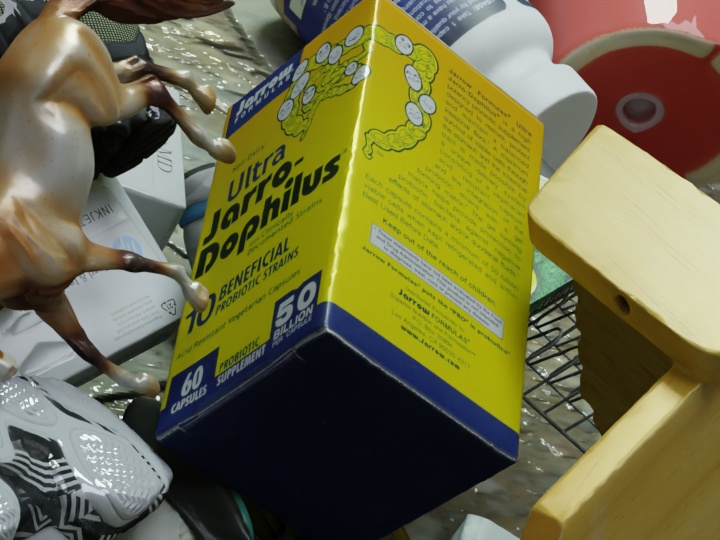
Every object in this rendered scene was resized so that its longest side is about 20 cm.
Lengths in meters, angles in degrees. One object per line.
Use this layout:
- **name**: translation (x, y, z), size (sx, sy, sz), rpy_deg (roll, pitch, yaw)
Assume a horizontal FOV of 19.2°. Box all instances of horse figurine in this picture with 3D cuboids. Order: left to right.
- **horse figurine**: translation (-0.110, -0.041, 0.847), size (0.132, 0.050, 0.202), rpy_deg (24, 70, -39)

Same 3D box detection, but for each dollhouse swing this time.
- **dollhouse swing**: translation (0.089, 0.089, 0.894), size (0.175, 0.201, 0.182), rpy_deg (-28, 43, -21)

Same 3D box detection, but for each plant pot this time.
- **plant pot**: translation (0.186, -0.158, 1.377), size (0.199, 0.201, 0.178), rpy_deg (23, 44, -15)

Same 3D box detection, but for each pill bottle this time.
- **pill bottle**: translation (0.044, -0.138, 1.279), size (0.115, 0.116, 0.200), rpy_deg (-14, 54, -49)

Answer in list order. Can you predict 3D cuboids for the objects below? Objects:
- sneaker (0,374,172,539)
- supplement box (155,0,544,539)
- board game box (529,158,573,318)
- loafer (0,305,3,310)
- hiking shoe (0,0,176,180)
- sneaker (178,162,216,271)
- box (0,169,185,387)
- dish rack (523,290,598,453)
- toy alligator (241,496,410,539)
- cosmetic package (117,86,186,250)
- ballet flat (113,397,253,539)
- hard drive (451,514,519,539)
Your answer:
- **sneaker**: translation (-0.153, 0.108, 0.800), size (0.075, 0.115, 0.200), rpy_deg (42, 18, 14)
- **supplement box**: translation (0.000, 0.000, 0.915), size (0.109, 0.109, 0.201), rpy_deg (35, 41, -26)
- **board game box**: translation (0.031, -0.005, 1.046), size (0.199, 0.024, 0.105), rpy_deg (-29, 70, -36)
- **loafer**: translation (-0.182, 0.043, 0.821), size (0.072, 0.073, 0.201), rpy_deg (34, 57, -15)
- **hiking shoe**: translation (-0.176, -0.096, 0.896), size (0.199, 0.076, 0.101), rpy_deg (8, 56, -38)
- **sneaker**: translation (-0.014, 0.008, 1.097), size (0.199, 0.075, 0.088), rpy_deg (10, 66, -37)
- **box**: translation (-0.186, -0.030, 0.920), size (0.155, 0.041, 0.201), rpy_deg (-28, 82, -36)
- **dish rack**: translation (0.122, 0.025, 1.128), size (0.200, 0.054, 0.154), rpy_deg (42, 39, -24)
- **toy alligator**: translation (-0.002, 0.136, 0.940), size (0.201, 0.059, 0.054), rpy_deg (60, 0, 36)
- **cosmetic package**: translation (-0.189, -0.066, 1.025), size (0.199, 0.071, 0.102), rpy_deg (19, 35, -22)
- **ballet flat**: translation (-0.063, 0.136, 0.876), size (0.068, 0.068, 0.200), rpy_deg (-17, 57, -36)
- **hard drive**: translation (0.079, 0.205, 0.942), size (0.131, 0.026, 0.200), rpy_deg (32, 32, -3)
